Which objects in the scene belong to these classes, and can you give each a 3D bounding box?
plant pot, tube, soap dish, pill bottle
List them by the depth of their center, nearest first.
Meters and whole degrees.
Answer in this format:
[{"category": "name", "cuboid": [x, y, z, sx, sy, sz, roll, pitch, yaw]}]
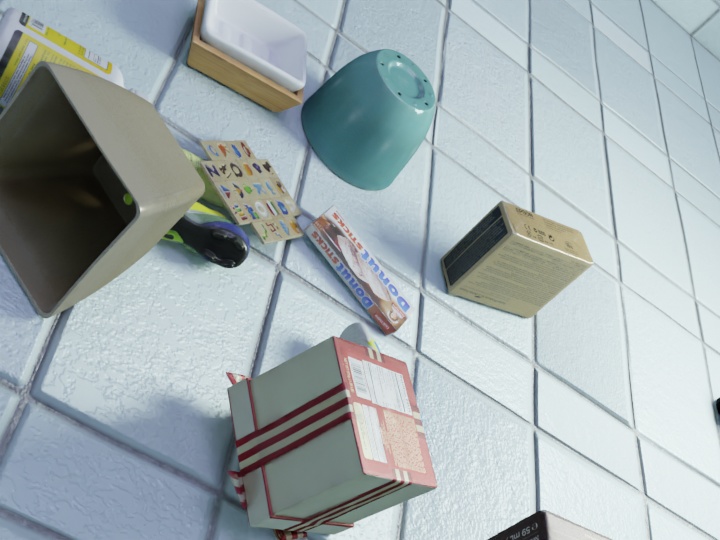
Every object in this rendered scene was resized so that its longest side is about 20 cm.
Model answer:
[{"category": "plant pot", "cuboid": [-0.300, -0.097, 1.132, 0.201, 0.199, 0.176, 55, 28, 9]}, {"category": "pill bottle", "cuboid": [-0.368, -0.226, 1.225, 0.198, 0.112, 0.114, 28, 41, -25]}, {"category": "tube", "cuboid": [-0.199, -0.119, 1.359, 0.198, 0.051, 0.059, 26, 77, -36]}, {"category": "soap dish", "cuboid": [-0.178, -0.348, 1.547, 0.198, 0.081, 0.160, 26, 43, -28]}, {"category": "plant pot", "cuboid": [0.028, -0.260, 1.612, 0.198, 0.161, 0.203, 26, 43, -27]}]

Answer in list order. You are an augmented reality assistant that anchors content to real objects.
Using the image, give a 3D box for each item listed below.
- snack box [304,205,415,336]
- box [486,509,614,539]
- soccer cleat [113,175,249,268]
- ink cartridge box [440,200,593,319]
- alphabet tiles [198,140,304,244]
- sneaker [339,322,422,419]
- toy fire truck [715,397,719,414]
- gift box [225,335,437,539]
[{"category": "snack box", "cuboid": [0.000, 0.000, 1.463, 0.201, 0.024, 0.072, 52, 36, -3]}, {"category": "box", "cuboid": [0.237, 0.437, 1.214, 0.162, 0.166, 0.203, 28, 41, -26]}, {"category": "soccer cleat", "cuboid": [-0.233, -0.069, 1.284, 0.198, 0.065, 0.084, 33, 10, -14]}, {"category": "ink cartridge box", "cuboid": [0.256, -0.014, 1.625, 0.197, 0.165, 0.076, 17, 44, -35]}, {"category": "alphabet tiles", "cuboid": [-0.150, -0.113, 1.385, 0.168, 0.006, 0.199, 57, 21, 6]}, {"category": "sneaker", "cuboid": [0.026, 0.172, 1.323, 0.104, 0.075, 0.204, 20, 52, -49]}, {"category": "toy fire truck", "cuboid": [0.786, 0.340, 1.902, 0.174, 0.128, 0.203, 32, 52, -22]}, {"category": "gift box", "cuboid": [-0.051, 0.187, 1.122, 0.199, 0.185, 0.187, 29, 41, -47]}]
